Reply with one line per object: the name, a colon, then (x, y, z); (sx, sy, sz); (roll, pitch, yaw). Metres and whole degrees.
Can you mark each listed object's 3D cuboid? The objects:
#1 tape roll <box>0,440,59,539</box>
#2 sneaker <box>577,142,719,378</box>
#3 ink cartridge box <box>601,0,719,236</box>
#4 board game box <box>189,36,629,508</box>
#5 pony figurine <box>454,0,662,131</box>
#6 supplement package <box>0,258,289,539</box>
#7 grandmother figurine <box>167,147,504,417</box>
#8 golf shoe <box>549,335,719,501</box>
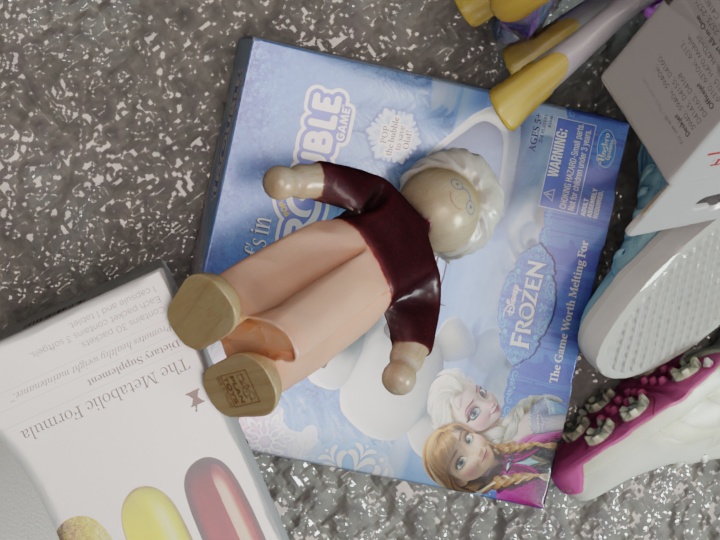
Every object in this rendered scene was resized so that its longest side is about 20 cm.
tape roll: (-0.211, 0.142, 1.390); (0.037, 0.202, 0.204); (-29, 101, -44)
sneaker: (0.165, -0.032, 1.513); (0.200, 0.082, 0.074); (-46, 139, -16)
ink cartridge box: (0.192, -0.106, 1.371); (0.116, 0.200, 0.067); (-11, 61, -40)
board game box: (0.017, 0.002, 1.497); (0.198, 0.043, 0.201); (11, 92, -11)
pony figurine: (0.147, -0.158, 1.454); (0.200, 0.193, 0.167); (-31, 100, 13)
supplement package: (-0.101, 0.109, 1.407); (0.113, 0.110, 0.201); (-25, 94, -2)
grandmother figurine: (0.000, 0.000, 1.400); (0.200, 0.060, 0.122); (-36, 110, -43)
golf shoe: (0.192, 0.071, 1.526); (0.200, 0.075, 0.092); (-33, 103, -7)
